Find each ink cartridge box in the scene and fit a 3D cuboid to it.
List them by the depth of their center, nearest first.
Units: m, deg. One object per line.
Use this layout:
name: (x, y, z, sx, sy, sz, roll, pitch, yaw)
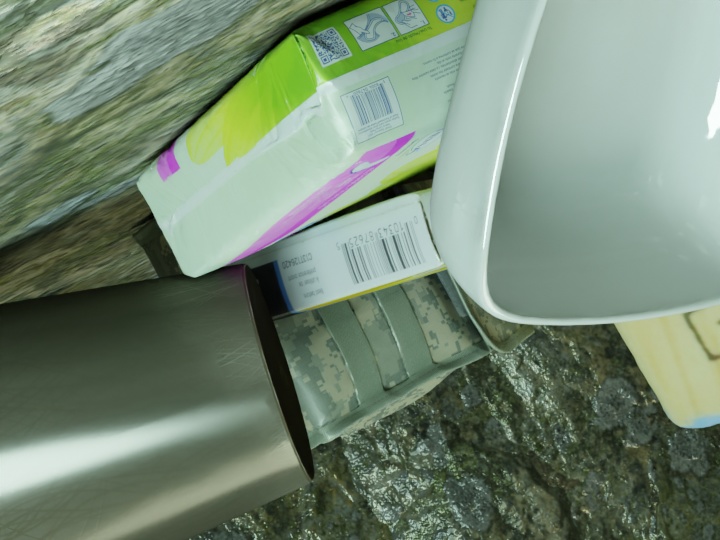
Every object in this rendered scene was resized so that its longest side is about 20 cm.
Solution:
ink cartridge box: (0.050, -0.023, 1.258, 0.200, 0.047, 0.198, -14, 176, -37)

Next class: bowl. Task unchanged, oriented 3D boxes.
bowl: (0.113, -0.081, 1.033, 0.200, 0.200, 0.075, -5, -153, -41)

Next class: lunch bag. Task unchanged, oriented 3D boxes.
lunch bag: (0.000, 0.000, 1.421, 0.200, 0.164, 0.118, -27, 179, -32)

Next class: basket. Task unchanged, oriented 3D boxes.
basket: (-0.134, 0.078, 1.186, 0.200, 0.181, 0.136, -18, -148, 3)

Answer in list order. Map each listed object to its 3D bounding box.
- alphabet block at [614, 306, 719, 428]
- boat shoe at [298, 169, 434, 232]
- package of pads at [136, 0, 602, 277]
alphabet block: (0.250, -0.049, 1.504, 0.196, 0.200, 0.196, -16, -142, 25)
boat shoe: (0.001, -0.054, 1.279, 0.200, 0.063, 0.073, -21, -167, -10)
package of pads: (0.004, -0.074, 1.120, 0.154, 0.068, 0.200, -26, 177, -30)
